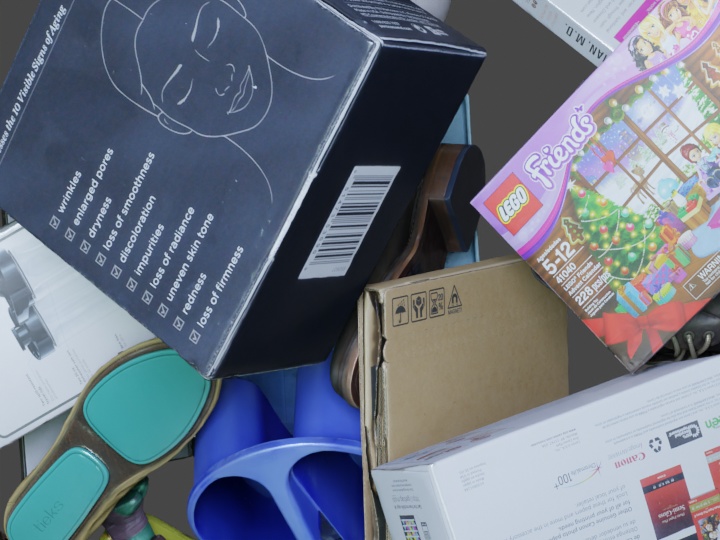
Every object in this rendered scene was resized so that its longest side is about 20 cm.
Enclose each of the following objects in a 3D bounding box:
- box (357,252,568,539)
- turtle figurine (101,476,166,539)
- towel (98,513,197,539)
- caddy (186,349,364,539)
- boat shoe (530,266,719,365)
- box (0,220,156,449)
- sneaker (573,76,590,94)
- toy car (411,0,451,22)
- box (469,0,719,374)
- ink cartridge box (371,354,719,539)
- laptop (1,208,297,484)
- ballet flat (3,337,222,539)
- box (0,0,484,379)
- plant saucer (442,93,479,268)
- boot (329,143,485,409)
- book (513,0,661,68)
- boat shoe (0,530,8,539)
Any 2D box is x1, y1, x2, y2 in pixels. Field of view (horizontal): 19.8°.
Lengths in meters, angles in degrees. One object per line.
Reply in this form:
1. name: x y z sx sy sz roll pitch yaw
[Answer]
1. box: 0.065 0.079 1.219 0.021 0.199 0.165 3 98 35
2. turtle figurine: -0.103 0.233 1.301 0.100 0.150 0.200 -33 110 26
3. towel: -0.175 0.253 1.342 0.086 0.018 0.201 34 84 -31
4. caddy: -0.023 0.140 1.251 0.140 0.200 0.106 -16 51 15
5. boat shoe: 0.189 0.027 1.231 0.199 0.075 0.073 29 61 18
6. box: -0.163 0.007 1.258 0.199 0.060 0.117 -31 99 -5
7. sneaker: 0.208 -0.051 1.222 0.199 0.088 0.074 30 102 9
8. toy car: -0.022 -0.210 1.234 0.199 0.150 0.176 -7 91 20
9. box: 0.176 -0.059 1.149 0.137 0.039 0.200 46 113 7
10. ink cartridge box: 0.130 0.160 1.135 0.199 0.084 0.177 -17 90 -24
11. laptop: -0.108 0.035 1.304 0.116 0.199 0.189 3 98 53
12. ballet flat: -0.146 0.097 1.239 0.069 0.063 0.200 46 117 -2
13. box: -0.075 -0.082 1.098 0.196 0.124 0.201 36 109 24
14. plant saucer: 0.043 -0.011 1.307 0.069 0.019 0.202 -3 96 16
15. boot: 0.000 0.000 1.233 0.096 0.201 0.075 7 137 24
16. book: 0.205 -0.146 1.198 0.200 0.048 0.134 40 69 9
17. boat shoe: -0.245 0.202 1.382 0.199 0.072 0.060 13 103 9
